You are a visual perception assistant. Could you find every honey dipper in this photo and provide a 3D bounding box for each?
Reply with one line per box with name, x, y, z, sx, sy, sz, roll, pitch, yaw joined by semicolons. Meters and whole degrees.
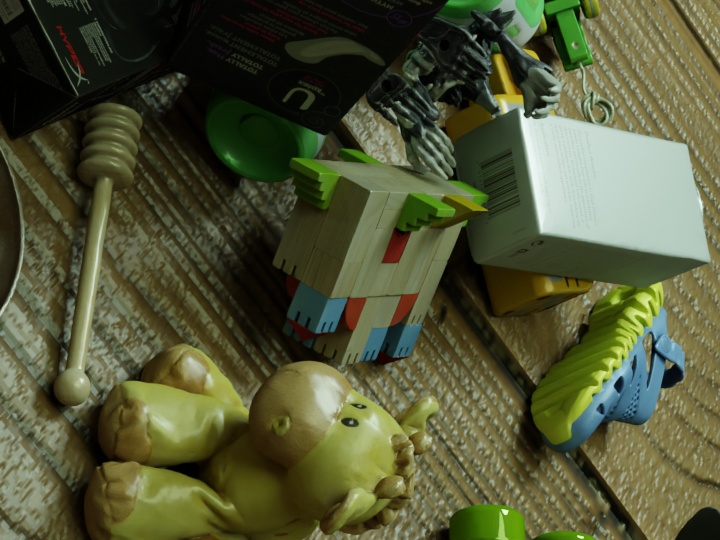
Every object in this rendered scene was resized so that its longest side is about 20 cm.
honey dipper;-0.169;-0.010;1.239;0.038;0.038;0.202;27;57;-35

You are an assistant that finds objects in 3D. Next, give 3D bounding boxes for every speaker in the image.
speaker;0.090;-0.217;1.502;0.200;0.088;0.089;14;56;-78
speaker;-0.038;-0.154;1.390;0.088;0.088;0.201;46;45;-20

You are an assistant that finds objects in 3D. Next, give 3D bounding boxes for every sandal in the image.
sandal;0.202;0.085;1.544;0.200;0.079;0.088;-43;107;-45

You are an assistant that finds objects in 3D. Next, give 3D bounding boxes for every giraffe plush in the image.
giraffe plush;-0.045;0.121;1.205;0.199;0.162;0.174;32;51;-31

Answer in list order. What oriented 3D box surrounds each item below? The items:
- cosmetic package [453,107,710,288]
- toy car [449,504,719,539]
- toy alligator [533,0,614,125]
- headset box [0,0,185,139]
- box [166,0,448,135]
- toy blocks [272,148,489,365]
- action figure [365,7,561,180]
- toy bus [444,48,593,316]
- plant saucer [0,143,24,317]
cosmetic package;0.167;-0.051;1.479;0.199;0.074;0.103;10;65;-43
toy car;0.167;0.236;1.341;0.157;0.199;0.166;22;56;-37
toy alligator;0.172;-0.210;1.672;0.054;0.059;0.202;61;12;-81
headset box;-0.171;-0.192;1.290;0.200;0.077;0.150;-32;96;-49
box;-0.022;-0.191;1.221;0.121;0.200;0.107;23;56;-18
toy blocks;0.000;0.000;1.345;0.199;0.099;0.138;-1;116;-61
action figure;0.067;-0.123;1.363;0.102;0.119;0.200;55;15;7
toy bus;0.121;-0.070;1.541;0.078;0.065;0.202;-2;74;-44
plant saucer;-0.284;-0.037;1.133;0.199;0.034;0.202;23;56;-38
